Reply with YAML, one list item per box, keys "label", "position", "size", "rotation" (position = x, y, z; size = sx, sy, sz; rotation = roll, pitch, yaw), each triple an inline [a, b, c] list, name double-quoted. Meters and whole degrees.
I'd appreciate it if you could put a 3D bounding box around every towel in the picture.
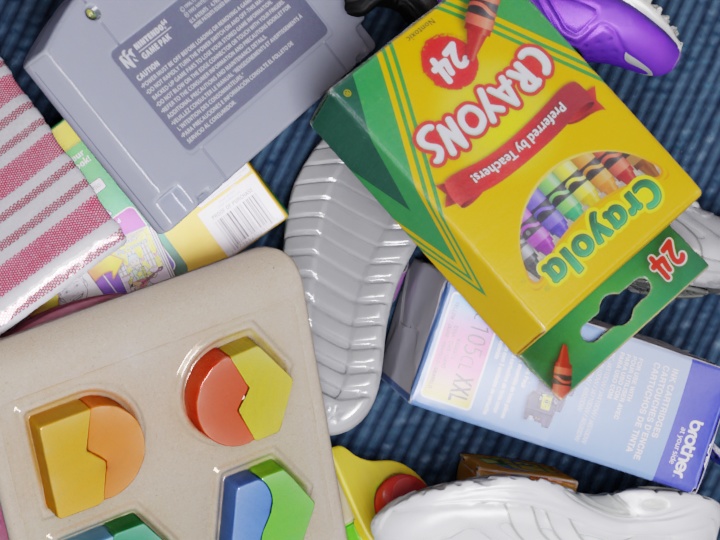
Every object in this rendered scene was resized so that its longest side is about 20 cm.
- label: "towel"
  position: [-0.225, -0.034, 1.172]
  size: [0.146, 0.030, 0.200]
  rotation: [-36, 55, -4]

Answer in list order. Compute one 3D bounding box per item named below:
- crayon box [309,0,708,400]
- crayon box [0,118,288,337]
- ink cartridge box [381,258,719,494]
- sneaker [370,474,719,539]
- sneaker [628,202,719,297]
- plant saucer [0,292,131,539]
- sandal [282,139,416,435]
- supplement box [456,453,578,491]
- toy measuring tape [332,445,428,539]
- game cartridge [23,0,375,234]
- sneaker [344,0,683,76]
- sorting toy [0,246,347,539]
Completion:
- label: "crayon box"
  position: [0.087, -0.048, 1.151]
  size: [0.127, 0.051, 0.200]
  rotation: [-40, 85, -23]
- label: "crayon box"
  position: [-0.155, -0.021, 1.226]
  size: [0.200, 0.058, 0.119]
  rotation: [-36, 97, -4]
- label: "ink cartridge box"
  position: [0.120, 0.062, 1.229]
  size: [0.200, 0.136, 0.077]
  rotation: [17, 93, -8]
- label: "sneaker"
  position: [0.103, 0.163, 1.188]
  size: [0.199, 0.078, 0.100]
  rotation: [5, 79, -11]
- label: "sneaker"
  position: [0.151, -0.041, 1.253]
  size: [0.199, 0.078, 0.100]
  rotation: [11, 81, -14]
- label: "plant saucer"
  position: [-0.149, 0.090, 1.197]
  size: [0.200, 0.051, 0.201]
  rotation: [-18, 132, -22]
- label: "sandal"
  position: [-0.007, -0.002, 1.251]
  size: [0.082, 0.050, 0.203]
  rotation: [14, 73, 10]
- label: "supplement box"
  position: [0.078, 0.211, 1.268]
  size: [0.069, 0.067, 0.201]
  rotation: [5, 93, -8]
- label: "toy measuring tape"
  position: [-0.003, 0.111, 1.260]
  size: [0.073, 0.074, 0.200]
  rotation: [-23, 78, -6]
- label: "game cartridge"
  position: [-0.088, -0.124, 1.191]
  size: [0.133, 0.041, 0.200]
  rotation: [54, 49, -10]
- label: "sneaker"
  position: [0.080, -0.137, 1.242]
  size: [0.200, 0.070, 0.100]
  rotation: [24, 86, -5]
- label: "sorting toy"
  position: [-0.096, 0.108, 1.142]
  size: [0.185, 0.036, 0.200]
  rotation: [-20, 111, -23]
